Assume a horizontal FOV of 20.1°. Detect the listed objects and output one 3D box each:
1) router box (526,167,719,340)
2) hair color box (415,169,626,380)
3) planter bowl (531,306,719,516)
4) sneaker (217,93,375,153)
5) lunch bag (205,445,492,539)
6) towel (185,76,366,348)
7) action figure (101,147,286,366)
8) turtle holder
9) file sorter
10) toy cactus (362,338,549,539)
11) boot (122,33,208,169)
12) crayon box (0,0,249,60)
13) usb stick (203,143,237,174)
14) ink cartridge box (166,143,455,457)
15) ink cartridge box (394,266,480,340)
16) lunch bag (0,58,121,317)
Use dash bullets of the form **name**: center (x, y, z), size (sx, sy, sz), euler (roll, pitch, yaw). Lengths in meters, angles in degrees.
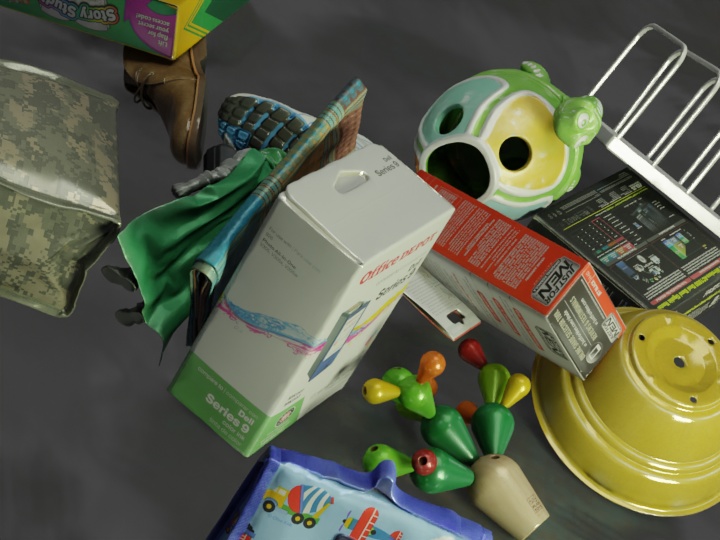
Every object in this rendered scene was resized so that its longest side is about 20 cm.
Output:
- **router box**: center (0.248, -0.007, 1.885), size (0.150, 0.062, 0.200), euler (41, 34, 17)
- **hair color box**: center (0.115, 0.002, 1.669), size (0.200, 0.061, 0.102), euler (32, -14, 39)
- **planter bowl**: center (0.247, 0.094, 1.676), size (0.199, 0.084, 0.202), euler (12, 51, -15)
- **sneaker**: center (-0.038, -0.100, 1.788), size (0.199, 0.075, 0.087), euler (30, 24, -16)
- **lunch bag**: center (-0.020, 0.191, 1.268), size (0.150, 0.201, 0.094), euler (23, 32, -10)
- **towel**: center (-0.062, -0.038, 1.521), size (0.022, 0.147, 0.200), euler (34, 65, 11)
- **action figure**: center (-0.116, -0.035, 1.549), size (0.054, 0.119, 0.200), euler (17, 44, 31)
- **turtle holder**: center (0.134, -0.103, 1.828), size (0.184, 0.142, 0.132), euler (13, 25, 28)
- **file sorter**: center (0.328, -0.130, 1.984), size (0.199, 0.125, 0.139), euler (35, 9, -19)
- **toy cactus**: center (0.085, 0.129, 1.555), size (0.165, 0.102, 0.200), euler (48, 26, 9)
- **boot**: center (-0.168, -0.148, 1.751), size (0.075, 0.074, 0.200), euler (4, 31, -11)
- **crayon box**: center (-0.217, -0.267, 1.819), size (0.199, 0.059, 0.173), euler (18, 29, 14)
- **usb stick**: center (-0.106, -0.033, 1.658), size (0.055, 0.033, 0.201), euler (39, 25, -28)
- **ink cartridge box**: center (-0.036, 0.020, 1.490), size (0.087, 0.201, 0.145), euler (38, 33, 13)
- **ink cartridge box**: center (0.000, 0.000, 1.658), size (0.200, 0.050, 0.109), euler (42, 15, 8)
- **lunch bag**: center (-0.285, -0.077, 1.501), size (0.199, 0.118, 0.165), euler (21, 34, -23)
